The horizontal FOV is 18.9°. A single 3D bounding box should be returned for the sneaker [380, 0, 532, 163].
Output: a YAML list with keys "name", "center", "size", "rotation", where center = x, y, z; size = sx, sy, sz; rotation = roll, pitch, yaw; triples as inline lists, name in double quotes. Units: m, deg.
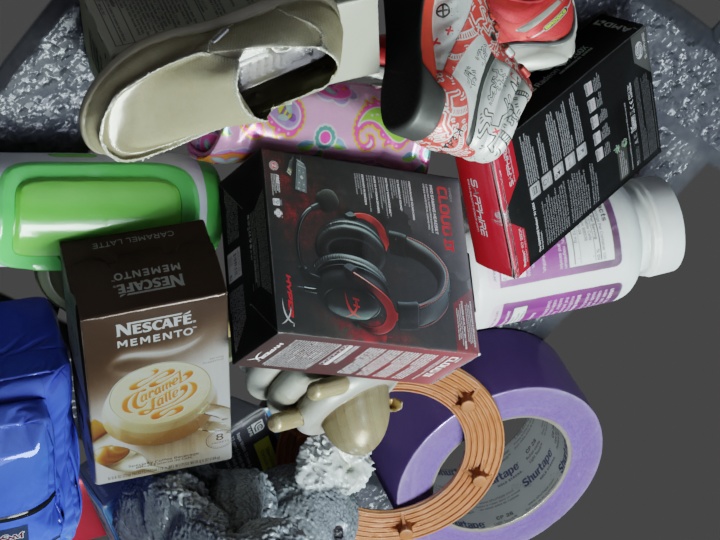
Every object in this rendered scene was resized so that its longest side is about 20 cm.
- name: "sneaker"
  center: [0.075, -0.179, 1.604]
  size: [0.108, 0.203, 0.067]
  rotation: [19, 157, -36]

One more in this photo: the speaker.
- name: "speaker"
  center: [-0.207, -0.046, 1.632]
  size: [0.199, 0.089, 0.089]
  rotation: [-1, 127, -24]

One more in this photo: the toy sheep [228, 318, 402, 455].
- name: "toy sheep"
  center: [-0.040, 0.058, 1.716]
  size: [0.137, 0.201, 0.138]
  rotation: [-27, 166, -7]

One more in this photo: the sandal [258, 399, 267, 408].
- name: "sandal"
  center: [-0.034, 0.073, 1.845]
  size: [0.075, 0.045, 0.200]
  rotation: [17, 133, -26]

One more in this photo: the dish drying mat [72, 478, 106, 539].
- name: "dish drying mat"
  center: [-0.291, 0.213, 1.849]
  size: [0.199, 0.018, 0.077]
  rotation: [-12, 131, -15]

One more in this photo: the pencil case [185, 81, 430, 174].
- name: "pencil case"
  center: [-0.036, -0.114, 1.658]
  size: [0.199, 0.088, 0.088]
  rotation: [5, 124, -28]

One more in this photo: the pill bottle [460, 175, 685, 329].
- name: "pill bottle"
  center: [0.165, -0.022, 1.806]
  size: [0.199, 0.112, 0.113]
  rotation: [-11, 131, -17]

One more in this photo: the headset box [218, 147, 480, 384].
- name: "headset box"
  center: [0.000, 0.000, 1.635]
  size: [0.199, 0.150, 0.075]
  rotation: [8, 155, -31]

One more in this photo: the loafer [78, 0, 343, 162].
- name: "loafer"
  center: [-0.099, -0.130, 1.484]
  size: [0.199, 0.068, 0.076]
  rotation: [-28, 132, -2]

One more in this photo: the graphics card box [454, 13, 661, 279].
- name: "graphics card box"
  center: [0.158, -0.101, 1.712]
  size: [0.200, 0.051, 0.126]
  rotation: [-39, 131, -31]

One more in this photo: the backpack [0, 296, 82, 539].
- name: "backpack"
  center: [-0.300, 0.148, 1.693]
  size: [0.161, 0.168, 0.201]
  rotation: [-6, 132, -10]

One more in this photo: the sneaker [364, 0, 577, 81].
- name: "sneaker"
  center: [0.071, -0.193, 1.666]
  size: [0.199, 0.077, 0.085]
  rotation: [-12, 111, -19]

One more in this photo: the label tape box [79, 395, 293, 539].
- name: "label tape box"
  center: [-0.128, 0.182, 1.861]
  size: [0.199, 0.066, 0.144]
  rotation: [-32, 133, -16]

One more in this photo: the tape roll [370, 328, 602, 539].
- name: "tape roll"
  center: [0.111, 0.156, 1.945]
  size: [0.199, 0.085, 0.201]
  rotation: [-13, 131, -15]

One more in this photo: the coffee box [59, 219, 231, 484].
- name: "coffee box"
  center: [-0.162, 0.064, 1.646]
  size: [0.114, 0.080, 0.201]
  rotation: [-11, 139, -11]

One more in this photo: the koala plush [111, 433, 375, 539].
- name: "koala plush"
  center: [-0.079, 0.213, 1.769]
  size: [0.199, 0.184, 0.178]
  rotation: [-19, 140, -39]

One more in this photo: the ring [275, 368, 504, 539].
- name: "ring"
  center: [0.026, 0.158, 1.845]
  size: [0.199, 0.019, 0.201]
  rotation: [-5, 124, -7]

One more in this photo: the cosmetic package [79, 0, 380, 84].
- name: "cosmetic package"
  center: [-0.095, -0.175, 1.566]
  size: [0.199, 0.104, 0.073]
  rotation: [-13, 132, -13]

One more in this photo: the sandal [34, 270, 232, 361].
- name: "sandal"
  center: [-0.166, 0.028, 1.709]
  size: [0.200, 0.057, 0.080]
  rotation: [24, 75, -36]
